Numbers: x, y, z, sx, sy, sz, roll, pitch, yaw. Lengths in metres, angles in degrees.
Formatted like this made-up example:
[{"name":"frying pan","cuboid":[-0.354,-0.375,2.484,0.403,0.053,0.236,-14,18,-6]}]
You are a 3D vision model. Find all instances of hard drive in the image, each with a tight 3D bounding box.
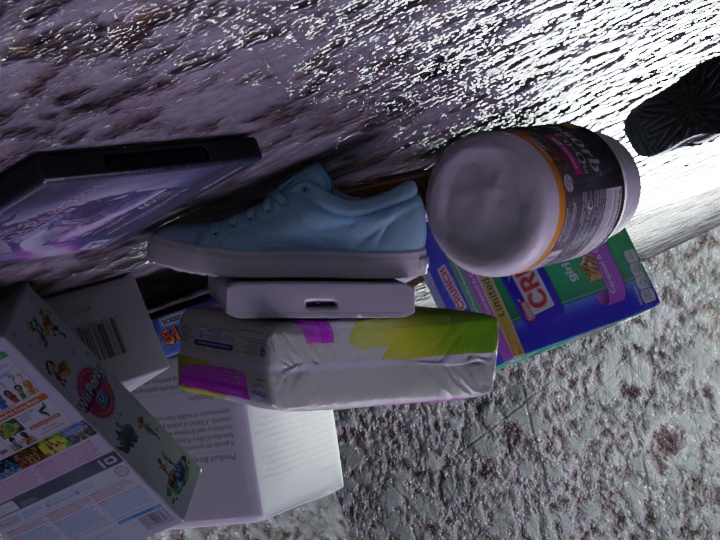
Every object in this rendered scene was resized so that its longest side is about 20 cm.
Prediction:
[{"name":"hard drive","cuboid":[-0.041,0.014,1.371,0.131,0.026,0.200,0,-177,-8]}]

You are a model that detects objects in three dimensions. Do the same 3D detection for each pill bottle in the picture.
[{"name":"pill bottle","cuboid":[0.147,-0.062,1.514,0.116,0.117,0.200,-26,173,32]}]

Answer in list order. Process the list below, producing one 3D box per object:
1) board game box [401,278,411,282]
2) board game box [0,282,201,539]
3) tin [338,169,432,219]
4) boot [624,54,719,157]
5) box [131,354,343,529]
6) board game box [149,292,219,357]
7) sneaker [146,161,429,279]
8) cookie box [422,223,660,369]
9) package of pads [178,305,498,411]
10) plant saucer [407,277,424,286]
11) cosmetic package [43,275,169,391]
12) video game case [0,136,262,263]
[{"name":"board game box","cuboid":[0.000,0.000,1.817,0.200,0.044,0.199,-17,172,-39]},{"name":"board game box","cuboid":[-0.236,0.122,1.359,0.147,0.200,0.064,-26,-151,29]},{"name":"tin","cuboid":[-0.007,-0.039,1.530,0.112,0.042,0.200,-23,175,43]},{"name":"boot","cuboid":[0.352,-0.156,1.637,0.200,0.066,0.165,-12,177,-43]},{"name":"box","cuboid":[-0.152,0.161,1.872,0.198,0.172,0.200,-9,179,26]},{"name":"board game box","cuboid":[-0.149,0.046,1.589,0.135,0.035,0.200,-20,-177,-19]},{"name":"sneaker","cuboid":[-0.051,-0.036,1.314,0.199,0.082,0.074,0,-177,-3]},{"name":"cookie box","cuboid":[0.157,-0.009,1.722,0.200,0.172,0.075,-17,169,-37]},{"name":"package of pads","cuboid":[-0.020,0.062,1.375,0.199,0.069,0.154,-1,-177,-32]},{"name":"plant saucer","cuboid":[-0.006,0.024,2.057,0.199,0.030,0.200,-22,173,-3]},{"name":"cosmetic package","cuboid":[-0.253,0.084,1.487,0.107,0.085,0.200,-17,172,-40]},{"name":"video game case","cuboid":[-0.168,-0.038,1.095,0.143,0.019,0.200,-27,173,32]}]
